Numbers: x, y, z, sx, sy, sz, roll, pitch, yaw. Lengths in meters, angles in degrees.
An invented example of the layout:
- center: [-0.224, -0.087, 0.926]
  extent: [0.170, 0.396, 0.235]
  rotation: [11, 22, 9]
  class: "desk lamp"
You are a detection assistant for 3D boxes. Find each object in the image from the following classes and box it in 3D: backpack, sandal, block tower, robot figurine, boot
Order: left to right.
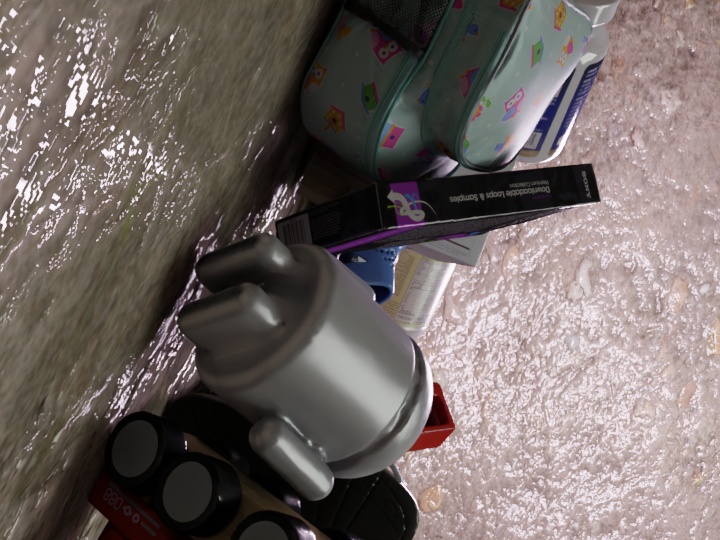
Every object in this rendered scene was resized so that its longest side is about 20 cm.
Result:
- center: [-0.046, 0.141, 0.774]
  extent: [0.154, 0.203, 0.074]
  rotation: [-51, 166, -84]
  class: "boot"
- center: [-0.028, 0.061, 0.638]
  extent: [0.113, 0.200, 0.170]
  rotation: [-16, -138, 36]
  class: "robot figurine"
- center: [0.000, 0.000, 0.823]
  extent: [0.200, 0.087, 0.080]
  rotation: [-44, 141, -17]
  class: "sandal"
- center: [0.012, -0.133, 0.825]
  extent: [0.200, 0.058, 0.054]
  rotation: [-64, -173, -28]
  class: "block tower"
- center: [0.058, -0.149, 0.692]
  extent: [0.200, 0.153, 0.176]
  rotation: [-53, 160, 19]
  class: "backpack"

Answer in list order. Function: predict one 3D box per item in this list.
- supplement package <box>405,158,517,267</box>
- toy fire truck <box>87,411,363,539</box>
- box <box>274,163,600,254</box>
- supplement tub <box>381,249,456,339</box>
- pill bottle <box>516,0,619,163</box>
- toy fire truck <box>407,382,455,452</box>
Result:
- center: [0.083, -0.118, 0.954]
  extent: [0.200, 0.114, 0.110]
  rotation: [-68, -163, -2]
  class: "supplement package"
- center: [-0.120, 0.205, 0.566]
  extent: [0.200, 0.176, 0.129]
  rotation: [-59, 146, -4]
  class: "toy fire truck"
- center: [0.057, -0.044, 0.720]
  extent: [0.143, 0.200, 0.036]
  rotation: [-14, -96, 56]
  class: "box"
- center: [0.042, 0.000, 1.254]
  extent: [0.145, 0.145, 0.200]
  rotation: [-49, 163, -71]
  class: "supplement tub"
- center: [0.198, -0.224, 1.043]
  extent: [0.116, 0.116, 0.200]
  rotation: [-60, 171, -45]
  class: "pill bottle"
- center: [-0.015, 0.094, 0.845]
  extent: [0.049, 0.200, 0.141]
  rotation: [0, 138, -43]
  class: "toy fire truck"
